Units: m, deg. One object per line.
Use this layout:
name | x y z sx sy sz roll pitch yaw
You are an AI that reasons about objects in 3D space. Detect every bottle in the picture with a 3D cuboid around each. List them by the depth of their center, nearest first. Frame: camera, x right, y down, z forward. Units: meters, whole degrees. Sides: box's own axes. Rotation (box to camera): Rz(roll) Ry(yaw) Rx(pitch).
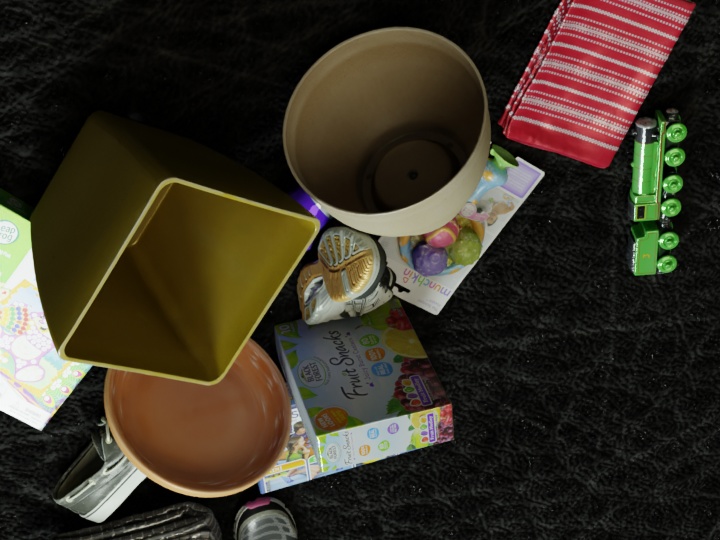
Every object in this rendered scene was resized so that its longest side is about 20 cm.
bottle | -0.110 -0.017 1.667 0.200 0.065 0.084 -39 122 7

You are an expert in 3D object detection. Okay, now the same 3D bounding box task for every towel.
towel | 0.242 -0.207 1.691 0.144 0.023 0.201 16 113 -26
towel | -0.239 0.339 1.809 0.198 0.086 0.166 -15 143 -3

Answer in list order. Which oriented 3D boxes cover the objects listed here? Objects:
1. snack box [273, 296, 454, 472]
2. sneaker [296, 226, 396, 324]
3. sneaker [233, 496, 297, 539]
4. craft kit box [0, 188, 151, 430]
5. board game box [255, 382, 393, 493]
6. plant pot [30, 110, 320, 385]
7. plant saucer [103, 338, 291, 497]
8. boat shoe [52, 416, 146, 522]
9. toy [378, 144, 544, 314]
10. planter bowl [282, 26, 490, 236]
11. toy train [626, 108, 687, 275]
snack box | 0.000 0.114 1.697 0.141 0.200 0.053 -14 124 -9
sneaker | 0.000 0.000 1.663 0.087 0.200 0.076 -5 79 -19
sneaker | -0.098 0.351 1.873 0.073 0.088 0.201 -10 122 -11
craft kit box | -0.345 0.039 1.642 0.199 0.049 0.198 31 104 -30
board game box | -0.025 0.165 1.800 0.198 0.035 0.136 -15 136 -10
plant pot | -0.195 -0.036 1.544 0.199 0.177 0.201 14 117 -47
plant saucer | -0.168 0.141 1.681 0.199 0.201 0.037 9 146 -22
boat shoe | -0.251 0.185 1.739 0.063 0.071 0.200 29 109 -30
toy | 0.098 -0.042 1.727 0.115 0.047 0.201 26 109 -26
planter bowl | 0.038 -0.115 1.597 0.199 0.201 0.135 -30 150 2
toy train | 0.317 -0.083 1.778 0.056 0.042 0.201 -4 121 -2
